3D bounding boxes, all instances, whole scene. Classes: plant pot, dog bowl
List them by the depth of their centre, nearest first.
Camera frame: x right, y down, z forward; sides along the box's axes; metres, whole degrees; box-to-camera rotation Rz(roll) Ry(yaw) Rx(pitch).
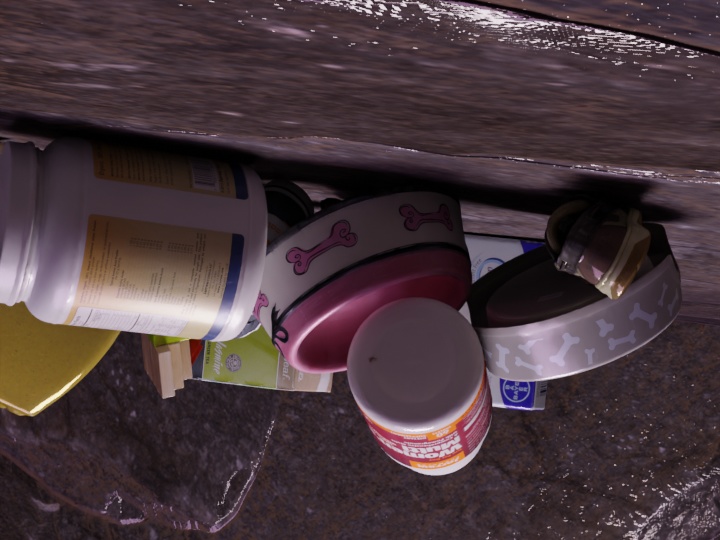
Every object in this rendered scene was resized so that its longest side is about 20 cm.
[{"bbox_3d":[0.005,0.014,1.194,0.198,0.074,0.201,-20,157,-9],"label":"dog bowl"},{"bbox_3d":[0.179,0.027,1.216,0.198,0.059,0.200,-22,-166,6],"label":"dog bowl"},{"bbox_3d":[-0.332,0.024,1.378,0.195,0.201,0.194,30,167,-23],"label":"plant pot"}]

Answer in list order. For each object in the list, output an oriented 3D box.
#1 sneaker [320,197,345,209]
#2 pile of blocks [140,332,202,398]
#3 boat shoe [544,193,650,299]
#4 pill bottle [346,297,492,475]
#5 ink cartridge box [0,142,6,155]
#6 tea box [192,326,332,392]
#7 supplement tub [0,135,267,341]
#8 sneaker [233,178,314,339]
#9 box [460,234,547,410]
[{"bbox_3d":[0.013,-0.027,1.319,0.074,0.082,0.200,-8,179,5],"label":"sneaker"},{"bbox_3d":[-0.164,0.004,1.245,0.062,0.202,0.082,-13,-175,-20],"label":"pile of blocks"},{"bbox_3d":[0.175,-0.029,1.105,0.064,0.074,0.200,32,-176,-3],"label":"boat shoe"},{"bbox_3d":[0.054,0.104,1.202,0.108,0.111,0.200,6,160,11],"label":"pill bottle"},{"bbox_3d":[-0.390,-0.038,1.157,0.199,0.167,0.075,8,177,-39],"label":"ink cartridge box"},{"bbox_3d":[-0.136,0.045,1.828,0.195,0.202,0.133,6,177,21],"label":"tea box"},{"bbox_3d":[-0.184,-0.026,1.125,0.198,0.146,0.144,8,177,-21],"label":"supplement tub"},{"bbox_3d":[-0.109,0.007,1.284,0.078,0.080,0.201,31,135,1],"label":"sneaker"},{"bbox_3d":[0.113,0.055,1.619,0.198,0.186,0.105,5,178,16],"label":"box"}]
